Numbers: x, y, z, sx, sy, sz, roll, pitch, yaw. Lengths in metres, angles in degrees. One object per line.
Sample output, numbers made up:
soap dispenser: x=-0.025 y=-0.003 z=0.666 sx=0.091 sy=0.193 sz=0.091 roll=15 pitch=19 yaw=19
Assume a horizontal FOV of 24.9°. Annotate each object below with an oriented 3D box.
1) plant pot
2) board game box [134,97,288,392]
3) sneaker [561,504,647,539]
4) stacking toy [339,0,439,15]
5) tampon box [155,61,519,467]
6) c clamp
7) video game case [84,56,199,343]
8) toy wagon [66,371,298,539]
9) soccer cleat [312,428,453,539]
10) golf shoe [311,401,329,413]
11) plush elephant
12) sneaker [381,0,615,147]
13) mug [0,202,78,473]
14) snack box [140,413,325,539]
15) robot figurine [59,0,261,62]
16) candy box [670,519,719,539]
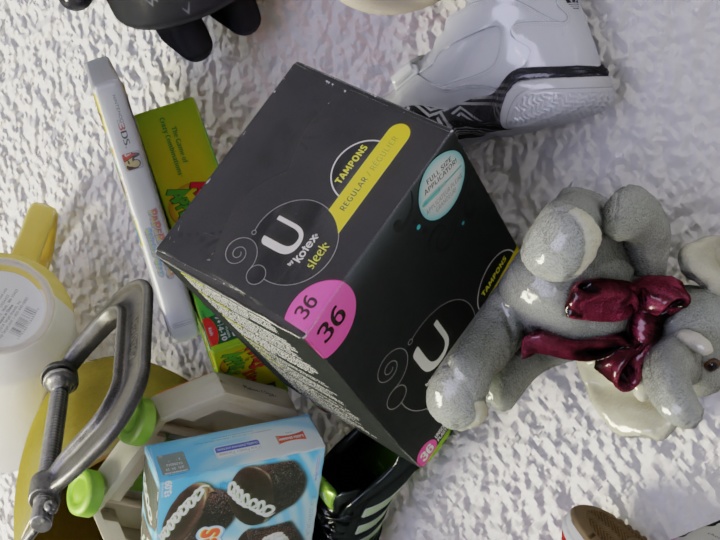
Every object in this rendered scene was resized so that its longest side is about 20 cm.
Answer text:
plant pot: x=-0.176 y=0.148 z=1.229 sx=0.200 sy=0.200 sz=0.142 roll=-62 pitch=39 yaw=27
board game box: x=-0.107 y=-0.012 z=1.163 sx=0.102 sy=0.048 sz=0.200 roll=87 pitch=164 yaw=-62
sneaker: x=0.171 y=0.249 z=1.011 sx=0.200 sy=0.071 sz=0.113 roll=50 pitch=120 yaw=21
stacking toy: x=-0.007 y=-0.273 z=1.073 sx=0.200 sy=0.146 sz=0.146 roll=50 pitch=125 yaw=42
tampon box: x=0.000 y=0.000 z=1.007 sx=0.126 sy=0.200 sz=0.150 roll=27 pitch=76 yaw=32
c clamp: x=-0.195 y=0.096 z=1.103 sx=0.171 sy=0.027 sz=0.200 roll=-45 pitch=25 yaw=26
video game case: x=-0.158 y=-0.057 z=1.167 sx=0.200 sy=0.023 sz=0.182 roll=-132 pitch=25 yaw=-74
toy wagon: x=-0.127 y=0.155 z=1.132 sx=0.200 sy=0.155 sz=0.040 roll=-53 pitch=42 yaw=22
soccer cleat: x=-0.010 y=0.157 z=1.142 sx=0.068 sy=0.081 sz=0.200 roll=48 pitch=124 yaw=25
golf shoe: x=-0.043 y=0.005 z=1.146 sx=0.075 sy=0.091 sz=0.200 roll=-5 pitch=94 yaw=39
plush elephant: x=0.156 y=0.033 z=0.951 sx=0.155 sy=0.200 sz=0.165 roll=35 pitch=120 yaw=6
sneaker: x=0.065 y=-0.140 z=1.050 sx=0.200 sy=0.075 sz=0.115 roll=-9 pitch=88 yaw=36
mug: x=-0.292 y=0.047 z=1.290 sx=0.153 sy=0.149 sz=0.187 roll=113 pitch=140 yaw=-59
snack box: x=-0.093 y=0.190 z=1.125 sx=0.037 sy=0.116 sz=0.200 roll=-120 pitch=28 yaw=-43
robot figurine: x=-0.138 y=-0.248 z=1.142 sx=0.125 sy=0.150 sz=0.200 roll=-1 pitch=127 yaw=30
candy box: x=0.224 y=0.193 z=0.874 sx=0.136 sy=0.200 sz=0.061 roll=23 pitch=109 yaw=37
